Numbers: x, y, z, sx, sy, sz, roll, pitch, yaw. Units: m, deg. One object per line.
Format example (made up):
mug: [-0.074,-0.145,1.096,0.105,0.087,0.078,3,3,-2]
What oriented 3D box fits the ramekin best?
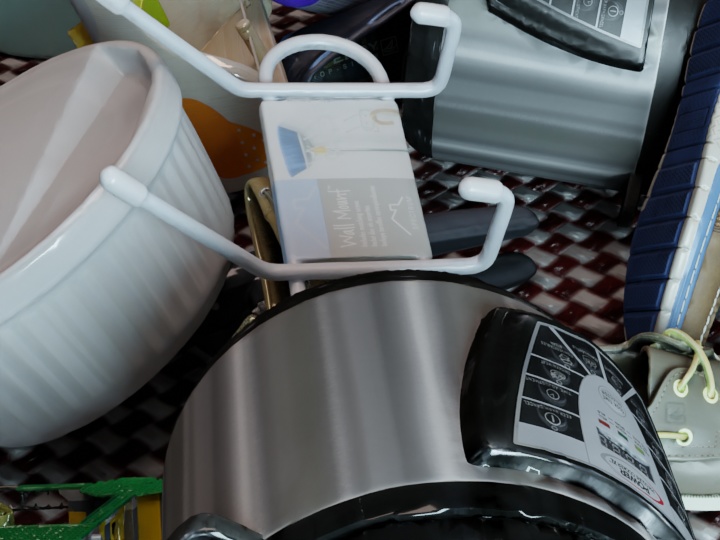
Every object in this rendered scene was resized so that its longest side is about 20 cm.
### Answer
ramekin: [-0.148,-0.007,0.793,0.201,0.095,0.203,-27,31,18]

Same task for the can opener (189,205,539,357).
can opener: [0.000,0.000,0.846,0.198,0.064,0.079,-14,39,-15]

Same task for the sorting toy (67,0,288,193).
sorting toy: [-0.126,-0.149,0.967,0.106,0.180,0.201,-33,31,9]

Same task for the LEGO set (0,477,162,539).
LEGO set: [-0.157,0.147,0.632,0.197,0.117,0.154,-2,3,-3]

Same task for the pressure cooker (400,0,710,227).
pressure cooker: [0.130,-0.135,0.927,0.198,0.177,0.179,11,34,5]

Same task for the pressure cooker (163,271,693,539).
pressure cooker: [0.023,0.119,0.546,0.174,0.180,0.201,-8,30,0]

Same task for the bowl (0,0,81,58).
bowl: [-0.195,-0.240,1.205,0.198,0.106,0.202,-3,34,2]

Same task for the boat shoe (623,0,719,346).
boat shoe: [0.183,-0.043,0.808,0.072,0.202,0.072,17,0,-10]

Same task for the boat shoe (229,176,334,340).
boat shoe: [-0.022,0.041,0.742,0.075,0.072,0.201,6,47,-18]

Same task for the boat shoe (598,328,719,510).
boat shoe: [0.123,0.061,0.739,0.199,0.061,0.072,-4,33,1]

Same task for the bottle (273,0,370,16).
bottle: [-0.022,-0.204,1.098,0.084,0.065,0.200,46,16,10]

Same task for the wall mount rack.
wall mount rack: [-0.031,-0.059,0.735,0.172,0.075,0.201,-1,48,-12]

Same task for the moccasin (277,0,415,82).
moccasin: [0.044,-0.140,1.055,0.198,0.081,0.068,-27,26,-9]
